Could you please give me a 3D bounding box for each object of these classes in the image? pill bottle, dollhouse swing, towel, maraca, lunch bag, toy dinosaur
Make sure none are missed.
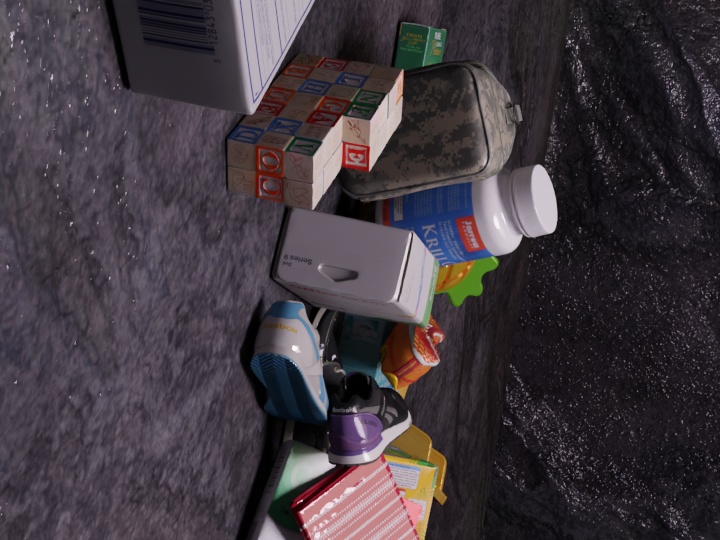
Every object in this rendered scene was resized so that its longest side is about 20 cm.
[{"bbox_3d":[0.128,-0.067,1.648,0.112,0.199,0.113,33,51,-54],"label":"pill bottle"},{"bbox_3d":[0.089,0.224,2.085,0.176,0.181,0.200,-55,161,-9],"label":"dollhouse swing"},{"bbox_3d":[0.005,0.318,1.579,0.144,0.022,0.201,-32,108,-35],"label":"towel"},{"bbox_3d":[0.112,-0.025,1.901,0.199,0.107,0.138,27,99,-37],"label":"maraca"},{"bbox_3d":[0.074,-0.160,1.591,0.168,0.199,0.141,-10,89,-69],"label":"lunch bag"},{"bbox_3d":[0.015,-0.077,1.782,0.200,0.060,0.107,-73,-175,-73],"label":"toy dinosaur"}]

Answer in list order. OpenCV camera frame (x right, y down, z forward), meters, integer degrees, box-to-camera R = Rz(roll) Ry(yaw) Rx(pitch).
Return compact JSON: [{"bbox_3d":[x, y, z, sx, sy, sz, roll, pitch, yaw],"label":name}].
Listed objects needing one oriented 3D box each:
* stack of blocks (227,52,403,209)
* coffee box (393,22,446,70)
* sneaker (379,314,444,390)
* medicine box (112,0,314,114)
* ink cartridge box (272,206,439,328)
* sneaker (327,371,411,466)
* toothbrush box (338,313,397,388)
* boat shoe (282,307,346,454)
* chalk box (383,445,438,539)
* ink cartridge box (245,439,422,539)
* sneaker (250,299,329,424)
[{"bbox_3d":[-0.040,-0.137,1.336,0.200,0.114,0.059,-60,157,-53],"label":"stack of blocks"},{"bbox_3d":[0.070,-0.232,1.864,0.123,0.044,0.202,-29,130,-72],"label":"coffee box"},{"bbox_3d":[0.056,0.085,1.698,0.073,0.077,0.200,53,15,-5],"label":"sneaker"},{"bbox_3d":[-0.100,-0.252,1.015,0.183,0.102,0.201,86,20,-48],"label":"medicine box"},{"bbox_3d":[0.000,0.000,1.546,0.200,0.144,0.088,34,68,-75],"label":"ink cartridge box"},{"bbox_3d":[0.012,0.153,1.602,0.200,0.075,0.088,-44,130,-72],"label":"sneaker"},{"bbox_3d":[0.007,0.074,1.770,0.146,0.085,0.202,-20,119,-73],"label":"toothbrush box"},{"bbox_3d":[-0.041,0.137,1.664,0.072,0.067,0.202,34,66,-74],"label":"boat shoe"},{"bbox_3d":[-0.002,0.277,1.738,0.200,0.124,0.125,-171,-87,-70],"label":"chalk box"},{"bbox_3d":[-0.027,0.307,1.583,0.050,0.199,0.162,-27,-139,65],"label":"ink cartridge box"},{"bbox_3d":[-0.069,0.107,1.505,0.200,0.076,0.081,83,17,-60],"label":"sneaker"}]
